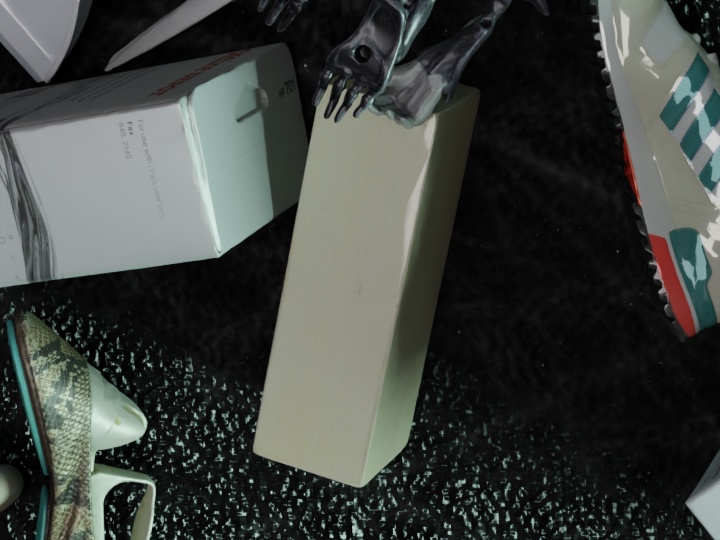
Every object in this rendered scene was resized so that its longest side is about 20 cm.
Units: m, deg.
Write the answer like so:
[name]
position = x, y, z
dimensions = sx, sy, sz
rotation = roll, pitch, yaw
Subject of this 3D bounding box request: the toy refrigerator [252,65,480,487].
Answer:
[toy refrigerator]
position = 0.000, 0.000, 1.212
dimensions = 0.070, 0.076, 0.200
rotation = 16, 109, 16

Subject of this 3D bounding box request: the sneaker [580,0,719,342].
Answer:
[sneaker]
position = 0.167, -0.071, 1.147
dimensions = 0.093, 0.070, 0.200
rotation = -14, 95, 2

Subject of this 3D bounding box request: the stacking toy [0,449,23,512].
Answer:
[stacking toy]
position = -0.273, 0.060, 1.334
dimensions = 0.085, 0.085, 0.200
rotation = -34, 84, 24

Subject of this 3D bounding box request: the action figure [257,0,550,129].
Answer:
[action figure]
position = 0.014, -0.135, 1.106
dimensions = 0.102, 0.200, 0.119
rotation = -41, 88, 29

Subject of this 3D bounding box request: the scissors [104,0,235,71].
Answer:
[scissors]
position = -0.052, -0.151, 1.225
dimensions = 0.073, 0.014, 0.200
rotation = 45, 112, 3

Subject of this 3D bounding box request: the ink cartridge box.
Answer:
[ink cartridge box]
position = -0.142, -0.051, 1.212
dimensions = 0.200, 0.146, 0.086
rotation = -6, 103, 22

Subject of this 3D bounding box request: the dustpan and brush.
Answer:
[dustpan and brush]
position = -0.171, -0.195, 1.212
dimensions = 0.140, 0.057, 0.200
rotation = 47, 125, 3

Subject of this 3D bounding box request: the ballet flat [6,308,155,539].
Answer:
[ballet flat]
position = -0.151, 0.113, 1.309
dimensions = 0.075, 0.068, 0.201
rotation = -4, 109, -8

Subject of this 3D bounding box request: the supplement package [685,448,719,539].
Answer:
[supplement package]
position = 0.284, 0.087, 1.088
dimensions = 0.200, 0.151, 0.152
rotation = -39, 89, 24
